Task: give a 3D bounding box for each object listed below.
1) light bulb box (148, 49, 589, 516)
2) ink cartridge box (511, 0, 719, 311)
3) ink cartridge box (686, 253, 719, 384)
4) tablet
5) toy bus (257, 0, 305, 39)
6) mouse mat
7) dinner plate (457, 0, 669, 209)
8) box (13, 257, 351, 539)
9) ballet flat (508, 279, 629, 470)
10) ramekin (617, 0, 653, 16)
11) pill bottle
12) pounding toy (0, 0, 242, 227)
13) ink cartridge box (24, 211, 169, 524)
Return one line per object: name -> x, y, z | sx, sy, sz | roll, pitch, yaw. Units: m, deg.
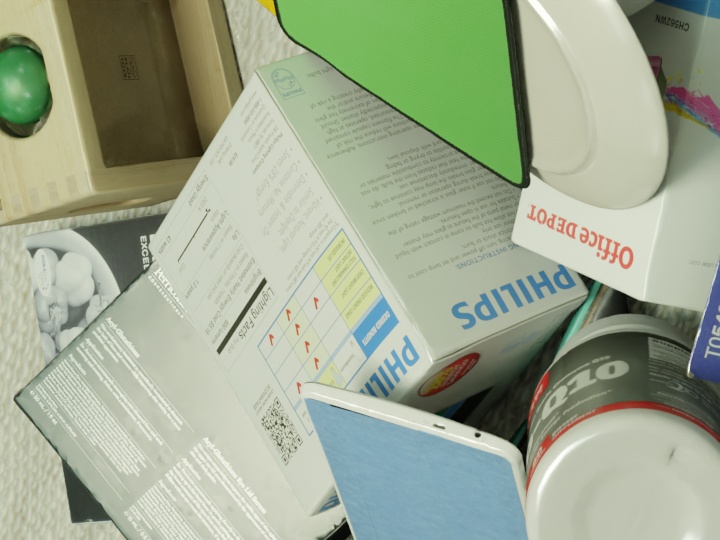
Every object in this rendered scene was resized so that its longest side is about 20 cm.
light bulb box -> 0.000, 0.000, 1.721 | 0.201, 0.124, 0.198 | 58, 145, 16
ink cartridge box -> 0.168, -0.088, 1.587 | 0.144, 0.084, 0.201 | 27, 108, 60
ink cartridge box -> 0.287, -0.007, 1.500 | 0.199, 0.043, 0.197 | 11, 109, -8
tablet -> 0.041, 0.127, 1.654 | 0.129, 0.200, 0.014 | 16, 64, 19
toy bus -> 0.009, -0.216, 1.706 | 0.136, 0.199, 0.193 | 41, 151, 44
mouse mat -> 0.013, -0.140, 1.561 | 0.200, 0.008, 0.161 | 36, 152, 33
dinner plate -> 0.081, -0.112, 1.516 | 0.200, 0.024, 0.201 | 44, 155, 26
box -> -0.094, 0.106, 1.831 | 0.141, 0.079, 0.200 | -43, 80, 18
ballet flat -> 0.121, 0.094, 1.713 | 0.073, 0.073, 0.201 | 40, 113, 27
ramekin -> 0.115, -0.236, 1.549 | 0.200, 0.105, 0.201 | -37, 36, 33
pill bottle -> 0.144, 0.098, 1.571 | 0.113, 0.200, 0.115 | 1, 106, 3
pounding toy -> -0.196, -0.127, 1.843 | 0.142, 0.199, 0.185 | -15, 87, 39
ink cartridge box -> -0.122, 0.062, 1.913 | 0.199, 0.043, 0.199 | -9, 91, 38
